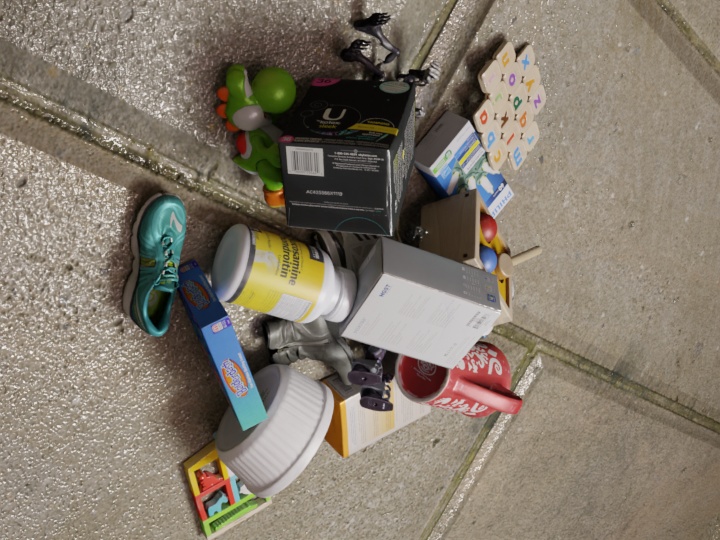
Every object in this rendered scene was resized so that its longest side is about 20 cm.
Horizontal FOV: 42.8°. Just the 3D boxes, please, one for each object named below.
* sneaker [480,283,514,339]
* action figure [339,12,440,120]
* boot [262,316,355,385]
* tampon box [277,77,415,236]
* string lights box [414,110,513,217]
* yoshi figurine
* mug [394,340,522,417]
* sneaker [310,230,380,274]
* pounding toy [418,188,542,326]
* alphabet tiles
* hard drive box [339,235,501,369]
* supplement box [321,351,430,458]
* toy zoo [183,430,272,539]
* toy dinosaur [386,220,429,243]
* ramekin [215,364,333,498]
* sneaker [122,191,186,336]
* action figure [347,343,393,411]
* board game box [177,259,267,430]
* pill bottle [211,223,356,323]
[{"bbox_3d":[0.226,0.038,1.630,0.201,0.075,0.078,-57,144,-51],"label":"sneaker"},{"bbox_3d":[0.051,-0.268,1.340,0.120,0.101,0.200,-54,134,-16],"label":"action figure"},{"bbox_3d":[-0.085,0.132,1.497,0.129,0.068,0.202,-27,130,-9],"label":"boot"},{"bbox_3d":[-0.011,-0.159,1.233,0.201,0.147,0.128,-72,163,-52],"label":"tampon box"},{"bbox_3d":[0.171,-0.158,1.528,0.103,0.059,0.200,-50,135,-6],"label":"string lights box"},{"bbox_3d":[-0.114,-0.193,1.249,0.112,0.112,0.202,-41,132,-23],"label":"yoshi figurine"},{"bbox_3d":[0.171,0.173,1.543,0.199,0.175,0.136,18,70,-53],"label":"mug"},{"bbox_3d":[0.000,0.000,1.468,0.114,0.075,0.203,-30,128,-20],"label":"sneaker"},{"bbox_3d":[0.200,-0.015,1.495,0.140,0.186,0.201,-16,132,24],"label":"pounding toy"},{"bbox_3d":[0.248,-0.271,1.522,0.196,0.014,0.201,-53,135,-28],"label":"alphabet tiles"},{"bbox_3d":[0.087,0.052,1.376,0.197,0.078,0.156,18,134,-18],"label":"hard drive box"},{"bbox_3d":[0.028,0.224,1.620,0.198,0.073,0.128,-22,126,-29],"label":"supplement box"},{"bbox_3d":[-0.220,0.343,1.524,0.130,0.020,0.203,-26,128,-25],"label":"toy zoo"},{"bbox_3d":[0.062,-0.046,1.425,0.047,0.088,0.203,-6,116,-27],"label":"toy dinosaur"},{"bbox_3d":[-0.139,0.236,1.413,0.094,0.202,0.203,39,87,-20],"label":"ramekin"},{"bbox_3d":[-0.267,-0.006,1.243,0.077,0.079,0.203,-3,115,-35],"label":"sneaker"},{"bbox_3d":[0.026,0.143,1.497,0.068,0.201,0.132,-3,118,8],"label":"action figure"},{"bbox_3d":[-0.201,0.107,1.310,0.044,0.152,0.202,-25,128,-13],"label":"board game box"},{"bbox_3d":[-0.108,0.012,1.332,0.198,0.112,0.113,17,104,-28],"label":"pill bottle"}]
